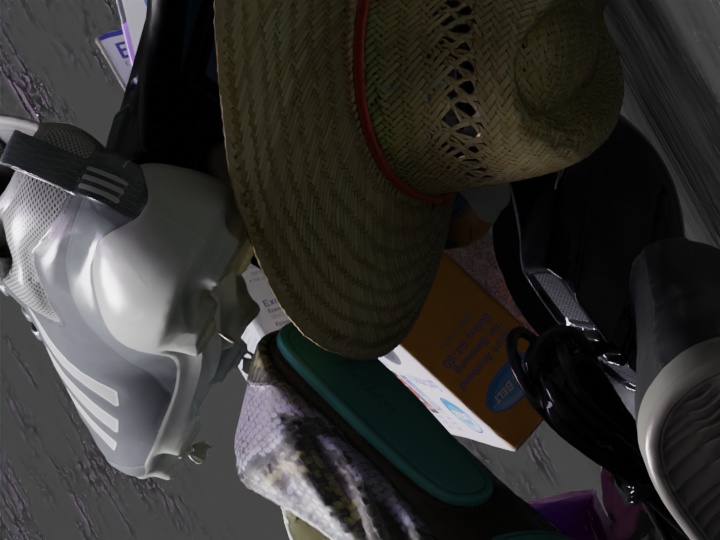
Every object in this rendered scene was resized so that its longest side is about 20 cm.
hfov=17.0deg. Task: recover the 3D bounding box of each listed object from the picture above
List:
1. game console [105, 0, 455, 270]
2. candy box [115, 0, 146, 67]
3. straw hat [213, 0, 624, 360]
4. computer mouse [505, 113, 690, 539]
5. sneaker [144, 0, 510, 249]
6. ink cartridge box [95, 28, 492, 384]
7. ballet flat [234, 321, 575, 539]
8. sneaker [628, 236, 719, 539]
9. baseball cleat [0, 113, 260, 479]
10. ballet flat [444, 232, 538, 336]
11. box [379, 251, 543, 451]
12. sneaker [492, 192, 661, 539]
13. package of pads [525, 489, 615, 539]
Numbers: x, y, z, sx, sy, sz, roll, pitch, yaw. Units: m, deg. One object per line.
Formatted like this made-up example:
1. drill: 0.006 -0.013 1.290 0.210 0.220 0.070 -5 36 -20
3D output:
1. game console: -0.006 -0.115 0.768 0.175 0.116 0.201 32 -125 -29
2. candy box: -0.065 -0.185 1.010 0.200 0.071 0.169 -79 -23 -70
3. straw hat: 0.035 -0.065 0.729 0.201 0.084 0.203 -2 -90 -68
4. computer mouse: 0.103 0.017 0.813 0.141 0.046 0.201 49 -158 -24
5. sneaker: -0.010 -0.101 0.893 0.200 0.088 0.075 45 160 -22
6. ink cartridge box: 0.003 -0.039 1.085 0.201 0.195 0.043 59 146 22
7. ballet flat: 0.033 0.095 0.727 0.200 0.072 0.072 39 169 31
8. sneaker: 0.144 0.081 0.712 0.201 0.074 0.106 60 -167 -21
9. baseball cleat: -0.082 0.003 0.750 0.106 0.070 0.200 28 156 4
10. ballet flat: 0.000 -0.019 1.001 0.067 0.068 0.200 -12 -126 -42
11. box: 0.000 0.000 0.884 0.200 0.041 0.119 45 173 -6
12. sneaker: 0.124 0.047 0.954 0.086 0.080 0.201 -22 -90 -78
13. package of pads: 0.077 0.187 0.910 0.120 0.075 0.202 -9 -102 -66
